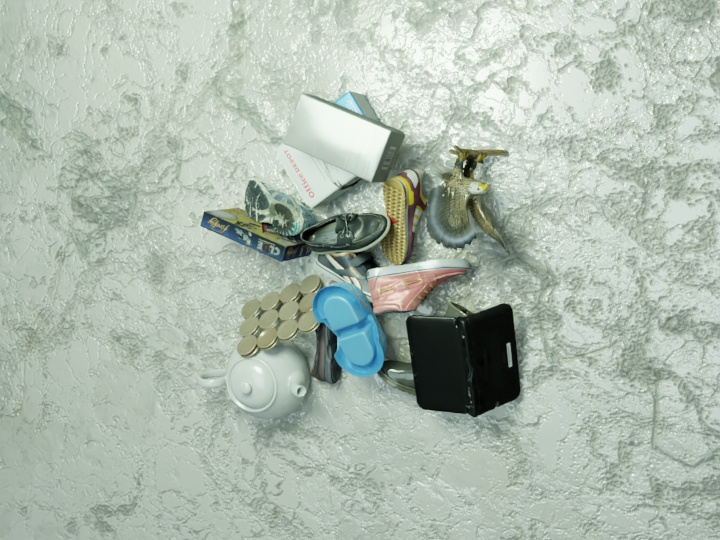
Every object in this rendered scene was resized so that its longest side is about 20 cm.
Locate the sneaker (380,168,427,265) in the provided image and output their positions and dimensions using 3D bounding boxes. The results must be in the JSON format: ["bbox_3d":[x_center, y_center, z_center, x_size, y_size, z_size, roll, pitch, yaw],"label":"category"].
[{"bbox_3d":[0.093,-0.102,1.583,0.075,0.090,0.200,32,136,33],"label":"sneaker"}]

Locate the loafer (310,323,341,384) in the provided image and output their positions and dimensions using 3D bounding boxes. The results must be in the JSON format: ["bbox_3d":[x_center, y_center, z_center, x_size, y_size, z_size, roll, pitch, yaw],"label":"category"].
[{"bbox_3d":[-0.076,0.139,1.687,0.063,0.072,0.201,7,103,26],"label":"loafer"}]

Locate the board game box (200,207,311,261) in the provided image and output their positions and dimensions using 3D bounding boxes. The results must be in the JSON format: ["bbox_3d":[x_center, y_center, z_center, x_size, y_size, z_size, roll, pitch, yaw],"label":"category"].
[{"bbox_3d":[-0.212,-0.077,1.676,0.200,0.135,0.035,24,106,19],"label":"board game box"}]

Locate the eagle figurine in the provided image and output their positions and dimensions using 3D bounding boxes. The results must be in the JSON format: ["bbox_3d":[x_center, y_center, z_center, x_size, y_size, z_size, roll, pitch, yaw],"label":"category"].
[{"bbox_3d":[0.199,-0.128,1.490,0.151,0.151,0.201,0,90,12],"label":"eagle figurine"}]

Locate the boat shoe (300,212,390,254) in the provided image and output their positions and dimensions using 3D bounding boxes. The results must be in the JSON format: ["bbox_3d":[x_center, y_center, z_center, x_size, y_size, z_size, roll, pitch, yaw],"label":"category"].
[{"bbox_3d":[-0.036,-0.079,1.579,0.199,0.066,0.075,-6,67,39],"label":"boat shoe"}]

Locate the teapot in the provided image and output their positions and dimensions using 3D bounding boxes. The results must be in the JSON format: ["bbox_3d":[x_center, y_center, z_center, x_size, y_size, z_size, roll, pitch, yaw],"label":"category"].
[{"bbox_3d":[-0.216,0.232,1.714,0.197,0.146,0.200,48,112,10],"label":"teapot"}]

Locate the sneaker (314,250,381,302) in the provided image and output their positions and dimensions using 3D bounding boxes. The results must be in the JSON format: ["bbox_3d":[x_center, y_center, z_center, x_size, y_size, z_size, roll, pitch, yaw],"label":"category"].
[{"bbox_3d":[0.000,0.000,1.630,0.200,0.078,0.080,29,113,18],"label":"sneaker"}]

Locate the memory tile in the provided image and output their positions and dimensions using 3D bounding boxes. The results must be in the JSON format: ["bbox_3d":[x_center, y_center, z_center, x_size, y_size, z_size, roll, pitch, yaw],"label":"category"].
[{"bbox_3d":[-0.168,0.096,1.686,0.200,0.154,0.017,-22,133,18],"label":"memory tile"}]

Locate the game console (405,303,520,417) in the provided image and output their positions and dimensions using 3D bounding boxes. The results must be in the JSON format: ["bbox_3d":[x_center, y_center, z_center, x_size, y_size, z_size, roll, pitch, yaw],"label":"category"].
[{"bbox_3d":[0.200,0.166,1.551,0.116,0.175,0.201,22,125,58],"label":"game console"}]

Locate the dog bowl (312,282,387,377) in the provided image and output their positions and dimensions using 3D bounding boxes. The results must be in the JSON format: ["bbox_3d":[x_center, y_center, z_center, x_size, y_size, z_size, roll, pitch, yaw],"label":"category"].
[{"bbox_3d":[-0.015,0.113,1.602,0.111,0.050,0.200,-21,101,32],"label":"dog bowl"}]

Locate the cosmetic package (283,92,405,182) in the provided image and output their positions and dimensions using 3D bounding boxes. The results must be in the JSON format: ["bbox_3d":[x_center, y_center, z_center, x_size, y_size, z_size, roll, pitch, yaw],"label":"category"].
[{"bbox_3d":[-0.033,-0.249,1.516,0.200,0.090,0.107,28,106,18],"label":"cosmetic package"}]

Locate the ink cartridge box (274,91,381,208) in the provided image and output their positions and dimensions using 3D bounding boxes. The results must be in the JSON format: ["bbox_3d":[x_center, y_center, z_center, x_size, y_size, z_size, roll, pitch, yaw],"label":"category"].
[{"bbox_3d":[-0.048,-0.238,1.613,0.200,0.084,0.145,-33,85,22],"label":"ink cartridge box"}]

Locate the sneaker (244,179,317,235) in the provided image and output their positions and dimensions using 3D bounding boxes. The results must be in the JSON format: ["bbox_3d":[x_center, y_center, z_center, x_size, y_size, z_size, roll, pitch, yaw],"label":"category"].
[{"bbox_3d":[-0.169,-0.128,1.688,0.200,0.086,0.078,38,119,38],"label":"sneaker"}]

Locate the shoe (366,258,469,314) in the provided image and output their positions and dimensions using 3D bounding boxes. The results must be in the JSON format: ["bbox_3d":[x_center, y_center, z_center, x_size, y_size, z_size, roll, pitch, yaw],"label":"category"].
[{"bbox_3d":[0.115,0.032,1.563,0.199,0.071,0.091,-8,82,1],"label":"shoe"}]

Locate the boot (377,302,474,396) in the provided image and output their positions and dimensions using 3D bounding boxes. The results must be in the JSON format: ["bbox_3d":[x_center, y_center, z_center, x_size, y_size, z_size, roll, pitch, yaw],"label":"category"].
[{"bbox_3d":[0.144,0.155,1.595,0.181,0.073,0.200,22,112,4],"label":"boot"}]
